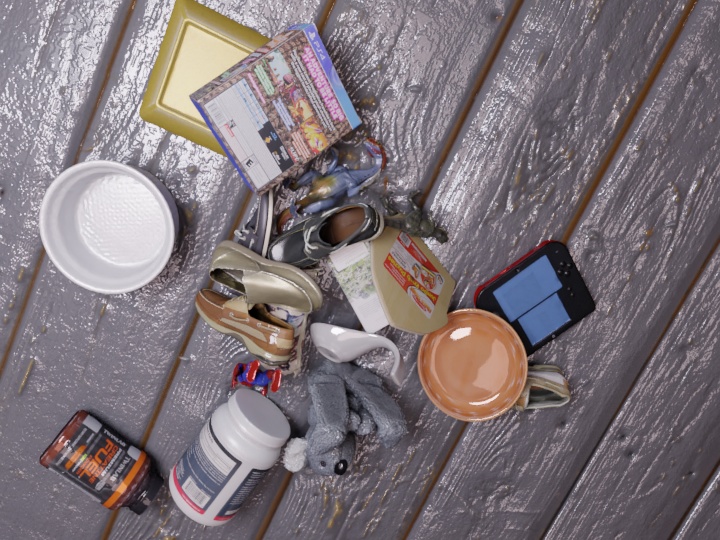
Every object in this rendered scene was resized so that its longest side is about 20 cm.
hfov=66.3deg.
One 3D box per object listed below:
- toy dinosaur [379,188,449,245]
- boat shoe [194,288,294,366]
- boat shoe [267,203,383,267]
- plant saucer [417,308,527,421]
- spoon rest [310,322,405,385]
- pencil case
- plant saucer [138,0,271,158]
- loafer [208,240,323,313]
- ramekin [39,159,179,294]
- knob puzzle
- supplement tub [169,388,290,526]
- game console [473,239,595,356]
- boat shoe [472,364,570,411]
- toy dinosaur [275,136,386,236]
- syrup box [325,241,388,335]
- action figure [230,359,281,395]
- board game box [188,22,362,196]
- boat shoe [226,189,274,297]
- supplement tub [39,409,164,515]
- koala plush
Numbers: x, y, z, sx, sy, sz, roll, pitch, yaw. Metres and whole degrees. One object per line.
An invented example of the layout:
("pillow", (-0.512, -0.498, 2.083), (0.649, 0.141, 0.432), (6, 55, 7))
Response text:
("toy dinosaur", (0.076, -0.092, 0.931), (0.196, 0.047, 0.090), (3, 62, -33))
("boat shoe", (-0.184, 0.076, 0.907), (0.198, 0.075, 0.075), (30, 105, 19))
("boat shoe", (-0.064, -0.055, 0.852), (0.196, 0.067, 0.073), (-19, 85, 18))
("plant saucer", (0.202, 0.170, 1.005), (0.195, 0.037, 0.205), (1, 93, 15))
("spoon rest", (-0.005, 0.133, 0.944), (0.061, 0.197, 0.100), (-56, 142, -24))
("pencil case", (-0.122, 0.076, 0.951), (0.088, 0.077, 0.205), (18, 104, 31))
("plant saucer", (-0.229, -0.294, 0.867), (0.196, 0.049, 0.203), (22, 100, -12))
("loafer", (-0.152, 0.023, 0.861), (0.197, 0.069, 0.076), (22, 140, 12))
("ramekin", (-0.387, -0.074, 0.877), (0.195, 0.098, 0.205), (-1, 103, -6))
("knob puzzle", (0.076, 0.024, 0.924), (0.030, 0.221, 0.220), (-28, 110, 39))
("supplement tub", (-0.229, 0.327, 0.972), (0.139, 0.141, 0.201), (37, 98, -14))
("game console", (0.323, 0.060, 1.026), (0.198, 0.031, 0.178), (-34, 105, 3))
("boat shoe", (0.297, 0.222, 1.036), (0.195, 0.069, 0.076), (-5, 123, -4))
("toy dinosaur", (-0.045, -0.156, 0.923), (0.179, 0.199, 0.107), (-20, 83, -32))
("syrup box", (0.000, 0.000, 0.948), (0.078, 0.082, 0.202), (-28, 106, 5))
("action figure", (-0.180, 0.179, 0.920), (0.064, 0.200, 0.053), (20, 75, -15))
("board game box", (-0.126, -0.242, 0.828), (0.198, 0.097, 0.161), (-36, 122, -9))
("boat shoe", (-0.183, -0.046, 0.921), (0.061, 0.073, 0.204), (10, 108, -8))
("supplement tub", (-0.446, 0.344, 0.971), (0.199, 0.107, 0.107), (41, 97, -15))
("koala plush", (-0.043, 0.286, 0.988), (0.174, 0.185, 0.203), (3, 122, -28))
